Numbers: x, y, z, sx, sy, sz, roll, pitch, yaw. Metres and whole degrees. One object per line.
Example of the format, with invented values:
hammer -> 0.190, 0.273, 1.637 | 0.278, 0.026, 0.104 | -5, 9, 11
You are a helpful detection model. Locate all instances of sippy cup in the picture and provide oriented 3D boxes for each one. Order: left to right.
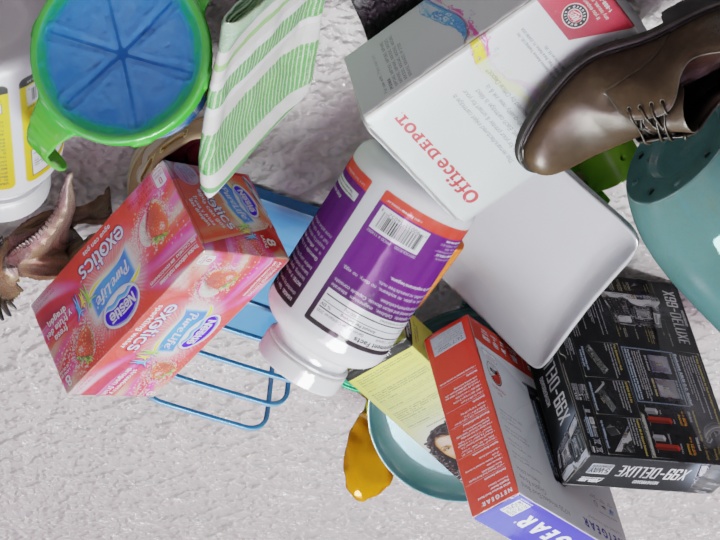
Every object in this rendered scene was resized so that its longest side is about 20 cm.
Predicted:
sippy cup -> -0.170, -0.155, 1.463 | 0.177, 0.140, 0.130 | -8, 175, 4

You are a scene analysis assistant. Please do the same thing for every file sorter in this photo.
file sorter -> -0.101, 0.037, 1.731 | 0.138, 0.123, 0.200 | 18, 141, -18

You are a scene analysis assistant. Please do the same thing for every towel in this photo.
towel -> -0.069, -0.160, 1.455 | 0.023, 0.153, 0.200 | 32, 144, 11

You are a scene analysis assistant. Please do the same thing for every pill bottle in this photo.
pill bottle -> -0.294, -0.132, 1.533 | 0.112, 0.113, 0.200 | 6, 143, -2
pill bottle -> 0.000, 0.000, 1.571 | 0.112, 0.113, 0.200 | 26, 106, -26

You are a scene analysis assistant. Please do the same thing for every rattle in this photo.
rattle -> 0.065, 0.114, 1.810 | 0.199, 0.143, 0.130 | -17, 120, 35

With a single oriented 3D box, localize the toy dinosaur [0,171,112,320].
toy dinosaur -> -0.281, -0.016, 1.677 | 0.135, 0.086, 0.200 | -6, 162, -11

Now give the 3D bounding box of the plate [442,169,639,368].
plate -> 0.127, -0.041, 1.609 | 0.200, 0.032, 0.200 | 45, 140, 11

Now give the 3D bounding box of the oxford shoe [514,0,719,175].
oxford shoe -> 0.201, -0.123, 1.386 | 0.200, 0.085, 0.073 | -33, 133, 15

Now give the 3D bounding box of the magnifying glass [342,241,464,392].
magnifying glass -> 0.032, 0.038, 1.690 | 0.079, 0.022, 0.200 | 26, 131, -12

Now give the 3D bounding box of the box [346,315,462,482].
box -> 0.068, 0.114, 1.709 | 0.075, 0.050, 0.200 | -31, 127, 23

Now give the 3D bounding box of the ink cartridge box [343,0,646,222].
ink cartridge box -> 0.109, -0.151, 1.447 | 0.200, 0.083, 0.146 | -33, 132, 15

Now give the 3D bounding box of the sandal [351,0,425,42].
sandal -> 0.035, -0.182, 1.499 | 0.075, 0.048, 0.201 | -7, 128, 9

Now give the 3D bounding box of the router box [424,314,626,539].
router box -> 0.145, 0.156, 1.660 | 0.049, 0.180, 0.200 | -31, 142, 22

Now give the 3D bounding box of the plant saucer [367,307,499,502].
plant saucer -> 0.104, 0.122, 1.791 | 0.199, 0.027, 0.201 | -3, 113, -7

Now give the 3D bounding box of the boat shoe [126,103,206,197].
boat shoe -> -0.155, -0.079, 1.625 | 0.073, 0.069, 0.200 | 15, 142, -14

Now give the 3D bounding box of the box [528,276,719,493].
box -> 0.229, 0.095, 1.688 | 0.157, 0.201, 0.050 | 6, 141, -27

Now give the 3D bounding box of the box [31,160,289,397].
box -> -0.167, 0.011, 1.590 | 0.102, 0.095, 0.200 | 7, 138, -49

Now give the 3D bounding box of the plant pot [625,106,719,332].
plant pot -> 0.308, -0.058, 1.517 | 0.161, 0.201, 0.200 | 37, 133, -20

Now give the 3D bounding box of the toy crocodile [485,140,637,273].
toy crocodile -> 0.163, -0.055, 1.641 | 0.068, 0.062, 0.200 | 51, 138, 5
